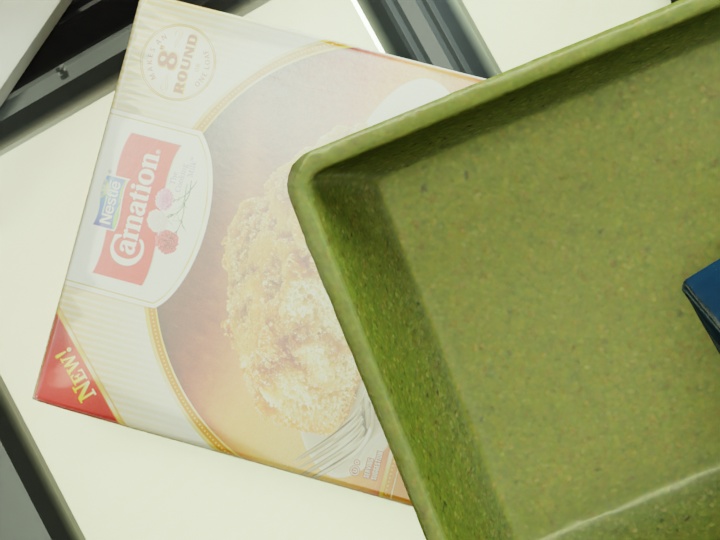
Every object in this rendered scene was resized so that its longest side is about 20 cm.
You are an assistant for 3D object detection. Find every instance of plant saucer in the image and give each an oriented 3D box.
[{"bbox_3d":[0.096,0.010,0.920,0.199,0.048,0.201,-22,111,-1],"label":"plant saucer"}]

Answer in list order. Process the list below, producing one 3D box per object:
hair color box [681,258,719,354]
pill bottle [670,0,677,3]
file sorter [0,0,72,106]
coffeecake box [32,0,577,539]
[{"bbox_3d":[0.196,0.066,0.897,0.100,0.061,0.200,-32,111,2],"label":"hair color box"},{"bbox_3d":[0.159,-0.136,0.992,0.106,0.106,0.201,-6,85,7],"label":"pill bottle"},{"bbox_3d":[-0.219,-0.135,1.031,0.200,0.125,0.139,34,90,8],"label":"file sorter"},{"bbox_3d":[0.000,0.000,1.017,0.199,0.073,0.154,15,89,8],"label":"coffeecake box"}]
